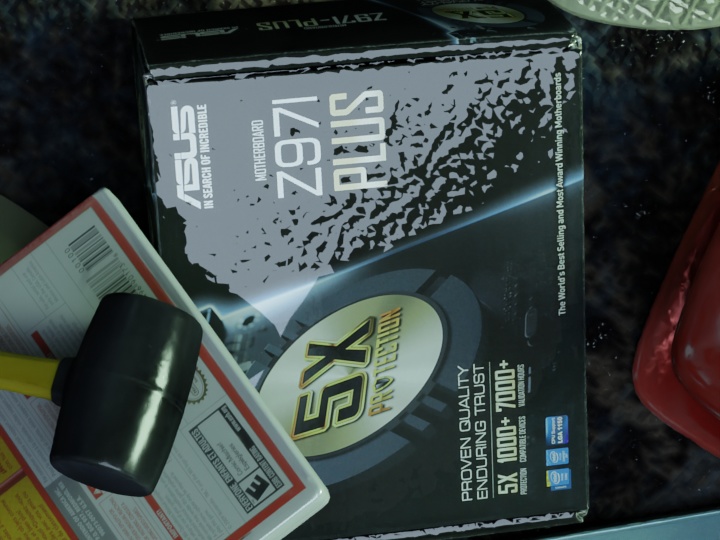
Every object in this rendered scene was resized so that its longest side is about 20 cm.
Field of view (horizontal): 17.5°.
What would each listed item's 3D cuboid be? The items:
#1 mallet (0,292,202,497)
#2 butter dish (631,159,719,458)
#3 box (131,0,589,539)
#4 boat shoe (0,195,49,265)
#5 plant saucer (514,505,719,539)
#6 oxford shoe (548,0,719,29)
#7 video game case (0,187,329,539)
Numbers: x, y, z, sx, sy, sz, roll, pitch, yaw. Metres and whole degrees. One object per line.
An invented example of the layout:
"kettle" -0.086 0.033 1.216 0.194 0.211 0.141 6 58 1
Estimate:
"mallet" -0.154 0.039 0.818 0.199 0.041 0.066 2 68 15
"butter dish" 0.200 0.012 0.881 0.199 0.148 0.201 30 104 22
"box" 0.000 0.000 0.909 0.163 0.086 0.201 -5 109 -8
"boat shoe" -0.196 -0.008 0.880 0.199 0.071 0.063 21 115 -20
"plant saucer" 0.135 0.135 1.015 0.199 0.019 0.070 -8 110 -6
"oxford shoe" 0.161 -0.144 0.907 0.199 0.058 0.075 -15 118 11
"video game case" -0.130 0.084 0.827 0.200 0.017 0.143 -37 71 -1
